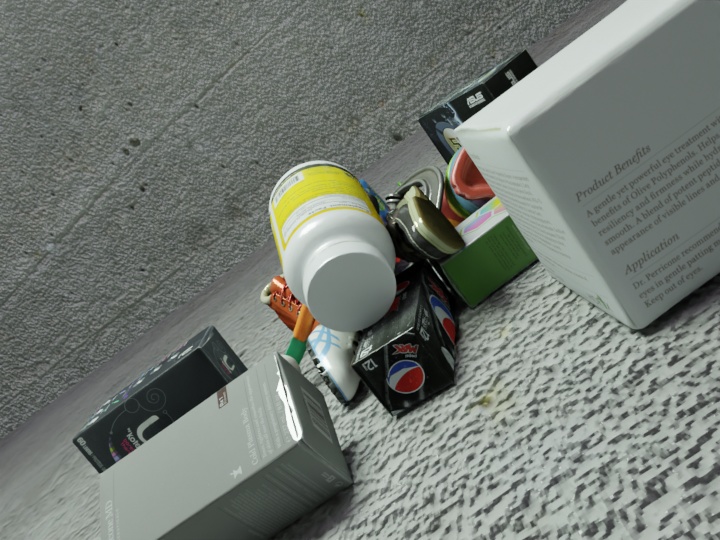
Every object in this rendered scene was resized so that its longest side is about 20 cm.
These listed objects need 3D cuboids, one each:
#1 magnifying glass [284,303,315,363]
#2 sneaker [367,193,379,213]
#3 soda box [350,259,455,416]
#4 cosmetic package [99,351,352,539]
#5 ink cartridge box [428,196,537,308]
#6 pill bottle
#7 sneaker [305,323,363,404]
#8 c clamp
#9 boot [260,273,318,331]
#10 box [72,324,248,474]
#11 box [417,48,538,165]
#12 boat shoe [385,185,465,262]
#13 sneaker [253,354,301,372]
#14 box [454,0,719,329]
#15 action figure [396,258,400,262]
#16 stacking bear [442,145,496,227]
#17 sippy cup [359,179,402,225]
[{"bbox_3d":[-0.074,0.084,0.877,0.080,0.022,0.200,-63,-1,-40],"label":"magnifying glass"},{"bbox_3d":[0.019,-0.037,1.115,0.079,0.075,0.201,-17,49,28],"label":"sneaker"},{"bbox_3d":[0.049,0.057,0.727,0.071,0.063,0.200,-33,12,17],"label":"soda box"},{"bbox_3d":[-0.117,0.174,0.622,0.200,0.090,0.107,-34,41,5],"label":"cosmetic package"},{"bbox_3d":[0.170,-0.051,0.801,0.200,0.059,0.104,-37,11,2],"label":"ink cartridge box"},{"bbox_3d":[-0.028,-0.027,0.760,0.112,0.113,0.200,-35,31,7],"label":"pill bottle"},{"bbox_3d":[-0.014,0.079,0.824,0.072,0.072,0.200,-27,15,9],"label":"sneaker"},{"bbox_3d":[0.047,-0.036,0.964,0.171,0.027,0.201,-10,64,61],"label":"c clamp"},{"bbox_3d":[-0.076,0.049,1.022,0.075,0.107,0.200,-52,16,-20],"label":"boot"},{"bbox_3d":[-0.237,0.183,0.944,0.200,0.122,0.106,-37,10,4],"label":"box"},{"bbox_3d":[0.192,-0.188,1.033,0.086,0.164,0.200,-40,12,-17],"label":"box"},{"bbox_3d":[0.059,-0.038,0.778,0.066,0.072,0.201,-46,10,11],"label":"boat shoe"},{"bbox_3d":[-0.091,0.156,0.768,0.080,0.077,0.200,-23,24,27],"label":"sneaker"},{"bbox_3d":[0.209,-0.097,0.572,0.199,0.172,0.200,-36,11,3],"label":"box"},{"bbox_3d":[0.086,-0.054,1.118,0.065,0.052,0.200,-27,9,19],"label":"action figure"},{"bbox_3d":[0.155,-0.106,0.965,0.200,0.121,0.114,137,153,-75],"label":"stacking bear"},{"bbox_3d":[0.002,-0.074,1.246,0.178,0.131,0.139,-43,13,-33],"label":"sippy cup"}]
